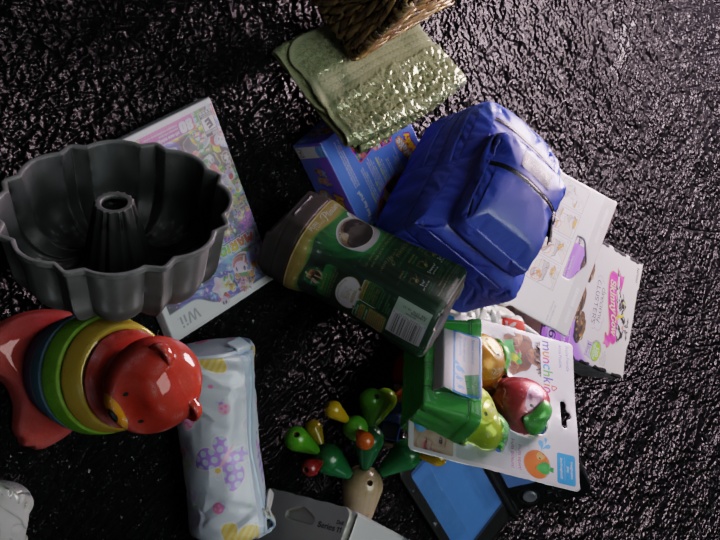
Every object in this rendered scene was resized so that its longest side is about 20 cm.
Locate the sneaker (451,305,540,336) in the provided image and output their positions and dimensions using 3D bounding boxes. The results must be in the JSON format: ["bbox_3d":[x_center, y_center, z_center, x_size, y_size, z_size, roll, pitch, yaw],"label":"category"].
[{"bbox_3d":[0.138,0.055,1.360,0.200,0.093,0.070,29,70,-50],"label":"sneaker"}]

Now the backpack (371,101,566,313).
[{"bbox_3d":[0.137,-0.078,1.277,0.162,0.168,0.200,41,56,-26],"label":"backpack"}]

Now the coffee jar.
[{"bbox_3d":[0.000,0.000,1.194,0.104,0.200,0.085,-52,167,-50],"label":"coffee jar"}]

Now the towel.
[{"bbox_3d":[0.016,-0.217,1.269,0.200,0.036,0.148,-33,81,-37],"label":"towel"}]

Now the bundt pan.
[{"bbox_3d":[-0.209,-0.029,1.006,0.202,0.202,0.076,-34,142,-38],"label":"bundt pan"}]

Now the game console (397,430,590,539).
[{"bbox_3d":[0.168,0.252,1.429,0.200,0.176,0.116,60,25,-28],"label":"game console"}]

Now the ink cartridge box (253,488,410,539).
[{"bbox_3d":[-0.005,0.310,1.236,0.200,0.146,0.083,37,67,-38],"label":"ink cartridge box"}]

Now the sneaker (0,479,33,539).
[{"bbox_3d":[-0.319,0.188,0.951,0.100,0.075,0.200,-51,155,-39],"label":"sneaker"}]

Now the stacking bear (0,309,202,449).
[{"bbox_3d":[-0.211,0.090,0.987,0.114,0.200,0.122,-33,114,-39],"label":"stacking bear"}]

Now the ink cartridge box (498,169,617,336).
[{"bbox_3d":[0.206,-0.040,1.454,0.176,0.045,0.200,30,69,-13],"label":"ink cartridge box"}]

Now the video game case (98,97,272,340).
[{"bbox_3d":[-0.169,-0.051,1.152,0.143,0.018,0.200,-35,115,-39],"label":"video game case"}]

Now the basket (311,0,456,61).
[{"bbox_3d":[0.039,-0.341,1.231,0.200,0.143,0.149,-37,91,-36],"label":"basket"}]

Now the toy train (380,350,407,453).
[{"bbox_3d":[0.058,0.116,1.363,0.046,0.034,0.200,34,67,-60],"label":"toy train"}]

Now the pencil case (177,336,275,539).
[{"bbox_3d":[-0.134,0.165,1.143,0.083,0.091,0.200,-13,100,-43],"label":"pencil case"}]

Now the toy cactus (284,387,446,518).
[{"bbox_3d":[0.014,0.207,1.281,0.200,0.102,0.165,-6,116,-32],"label":"toy cactus"}]

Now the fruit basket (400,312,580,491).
[{"bbox_3d":[0.145,0.129,1.252,0.200,0.094,0.186,13,53,-11],"label":"fruit basket"}]

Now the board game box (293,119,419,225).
[{"bbox_3d":[0.021,-0.092,1.318,0.134,0.045,0.200,-45,121,-34],"label":"board game box"}]

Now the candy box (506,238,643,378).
[{"bbox_3d":[0.282,0.040,1.560,0.200,0.071,0.168,22,75,-42],"label":"candy box"}]
